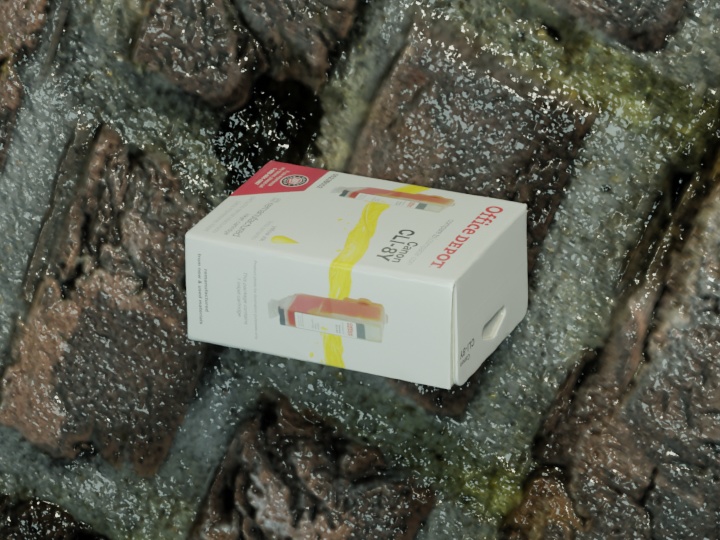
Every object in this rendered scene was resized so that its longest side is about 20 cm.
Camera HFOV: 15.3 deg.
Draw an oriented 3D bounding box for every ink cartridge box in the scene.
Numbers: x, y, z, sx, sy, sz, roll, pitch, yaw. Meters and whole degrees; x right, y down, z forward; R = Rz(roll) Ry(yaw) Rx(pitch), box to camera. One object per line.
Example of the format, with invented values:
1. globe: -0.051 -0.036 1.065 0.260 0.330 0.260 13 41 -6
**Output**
1. ink cartridge box: 0.000 0.000 1.824 0.199 0.145 0.084 11 117 21
